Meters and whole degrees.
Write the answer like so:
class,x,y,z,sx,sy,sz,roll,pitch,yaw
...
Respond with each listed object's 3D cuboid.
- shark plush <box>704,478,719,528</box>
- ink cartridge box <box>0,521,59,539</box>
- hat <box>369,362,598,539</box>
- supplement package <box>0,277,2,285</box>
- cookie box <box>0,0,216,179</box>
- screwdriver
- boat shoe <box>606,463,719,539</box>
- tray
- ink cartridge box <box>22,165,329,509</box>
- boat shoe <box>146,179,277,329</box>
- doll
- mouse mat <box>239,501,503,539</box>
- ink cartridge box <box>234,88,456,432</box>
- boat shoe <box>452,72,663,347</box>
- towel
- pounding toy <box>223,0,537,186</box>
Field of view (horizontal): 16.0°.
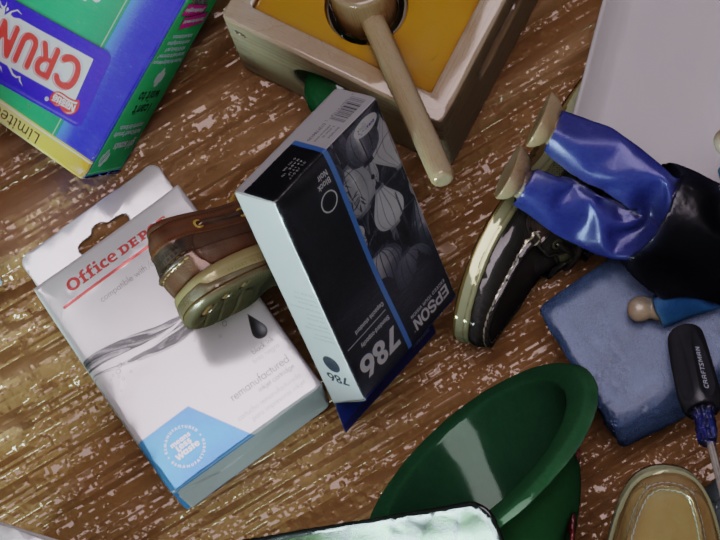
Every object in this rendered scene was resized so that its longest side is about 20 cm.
class,x,y,z,sx,sy,sz,roll,pitch,yaw
shark plush,0.201,0.148,1.543,0.199,0.083,0.091,-26,56,14
ink cartridge box,-0.207,0.261,1.518,0.085,0.148,0.201,16,77,7
hat,0.113,0.186,1.549,0.200,0.165,0.176,-48,110,-24
supplement package,-0.337,0.037,1.600,0.109,0.114,0.200,38,83,14
cookie box,-0.182,-0.187,1.628,0.171,0.075,0.201,33,104,12
screwdriver,0.205,0.113,1.489,0.028,0.029,0.201,-36,40,31
boat shoe,0.176,0.216,1.489,0.071,0.076,0.202,0,105,9
tray,0.195,-0.136,1.610,0.107,0.022,0.201,21,61,-7
ink cartridge box,-0.123,0.032,1.606,0.116,0.068,0.200,-36,76,-4
boat shoe,-0.048,-0.030,1.567,0.199,0.072,0.068,-24,74,-44
doll,0.186,-0.032,1.532,0.199,0.049,0.137,28,116,-5
mouse mat,0.019,0.220,1.497,0.199,0.008,0.162,-13,103,36
ink cartridge box,0.000,0.000,1.532,0.039,0.201,0.100,16,53,40
boat shoe,0.125,-0.035,1.597,0.065,0.073,0.201,27,80,16
towel,0.218,0.019,1.589,0.199,0.049,0.112,-29,76,-3
pounding toy,0.022,-0.159,1.600,0.183,0.142,0.201,26,80,11
